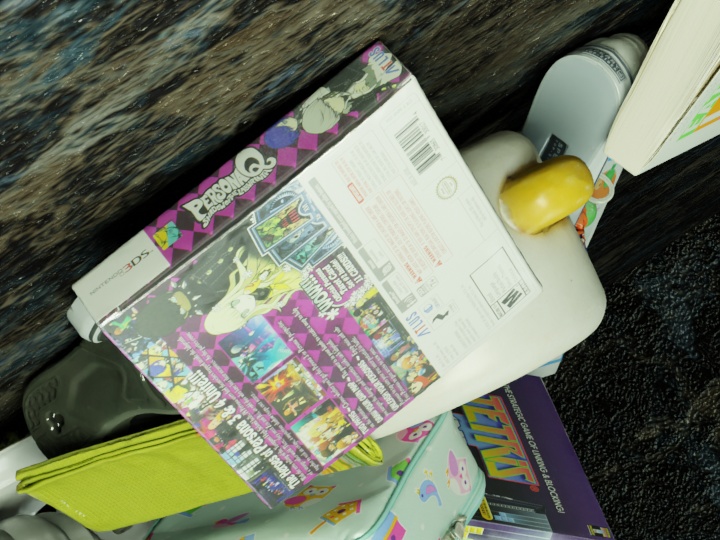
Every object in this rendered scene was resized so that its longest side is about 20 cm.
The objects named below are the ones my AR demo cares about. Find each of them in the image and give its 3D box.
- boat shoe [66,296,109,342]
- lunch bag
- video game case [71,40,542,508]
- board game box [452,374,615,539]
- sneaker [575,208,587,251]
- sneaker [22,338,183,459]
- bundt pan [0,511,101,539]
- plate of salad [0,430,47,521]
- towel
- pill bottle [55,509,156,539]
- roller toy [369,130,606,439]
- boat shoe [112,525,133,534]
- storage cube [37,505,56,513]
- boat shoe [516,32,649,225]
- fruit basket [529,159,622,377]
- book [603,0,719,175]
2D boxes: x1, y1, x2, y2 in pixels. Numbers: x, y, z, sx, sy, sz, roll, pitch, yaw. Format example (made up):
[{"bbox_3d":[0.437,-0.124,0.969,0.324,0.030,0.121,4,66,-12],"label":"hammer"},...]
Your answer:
[{"bbox_3d":[-0.052,-0.009,1.187,0.199,0.068,0.074,-32,173,4],"label":"boat shoe"},{"bbox_3d":[-0.025,0.151,1.438,0.199,0.077,0.160,-11,-155,35],"label":"lunch bag"},{"bbox_3d":[-0.018,0.009,1.134,0.181,0.036,0.200,-39,143,-1],"label":"video game case"},{"bbox_3d":[0.066,0.133,1.607,0.165,0.200,0.057,10,119,-19],"label":"board game box"},{"bbox_3d":[0.124,-0.018,1.561,0.201,0.078,0.075,-62,153,-18],"label":"sneaker"},{"bbox_3d":[-0.100,0.044,1.348,0.114,0.076,0.199,-28,176,-42],"label":"sneaker"},{"bbox_3d":[-0.236,0.214,1.461,0.201,0.076,0.202,-24,161,-9],"label":"bundt pan"},{"bbox_3d":[-0.245,0.139,1.486,0.200,0.048,0.200,-34,168,-8],"label":"plate of salad"},{"bbox_3d":[-0.091,0.111,1.328,0.199,0.018,0.086,-17,143,28],"label":"towel"},{"bbox_3d":[-0.116,0.150,1.654,0.111,0.111,0.200,-34,156,18],"label":"pill bottle"},{"bbox_3d":[0.037,0.003,1.366,0.182,0.140,0.200,-27,-177,-19],"label":"roller toy"},{"bbox_3d":[-0.094,0.117,1.413,0.067,0.057,0.200,-23,-176,-43],"label":"boat shoe"},{"bbox_3d":[-0.246,0.267,1.661,0.199,0.172,0.180,-13,-178,18],"label":"storage cube"},{"bbox_3d":[0.123,-0.071,1.468,0.086,0.075,0.202,-36,159,-46],"label":"boat shoe"},{"bbox_3d":[0.124,-0.008,1.723,0.185,0.094,0.200,-11,136,-53],"label":"fruit basket"},{"bbox_3d":[0.219,-0.133,1.437,0.134,0.048,0.200,-59,165,24],"label":"book"}]
